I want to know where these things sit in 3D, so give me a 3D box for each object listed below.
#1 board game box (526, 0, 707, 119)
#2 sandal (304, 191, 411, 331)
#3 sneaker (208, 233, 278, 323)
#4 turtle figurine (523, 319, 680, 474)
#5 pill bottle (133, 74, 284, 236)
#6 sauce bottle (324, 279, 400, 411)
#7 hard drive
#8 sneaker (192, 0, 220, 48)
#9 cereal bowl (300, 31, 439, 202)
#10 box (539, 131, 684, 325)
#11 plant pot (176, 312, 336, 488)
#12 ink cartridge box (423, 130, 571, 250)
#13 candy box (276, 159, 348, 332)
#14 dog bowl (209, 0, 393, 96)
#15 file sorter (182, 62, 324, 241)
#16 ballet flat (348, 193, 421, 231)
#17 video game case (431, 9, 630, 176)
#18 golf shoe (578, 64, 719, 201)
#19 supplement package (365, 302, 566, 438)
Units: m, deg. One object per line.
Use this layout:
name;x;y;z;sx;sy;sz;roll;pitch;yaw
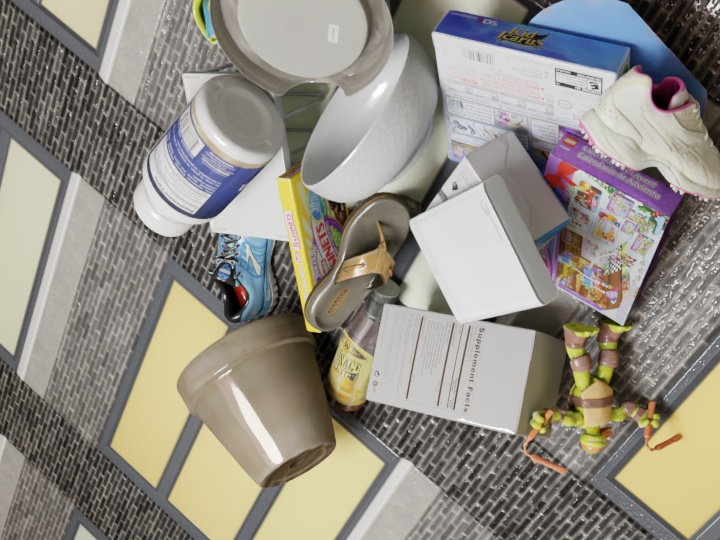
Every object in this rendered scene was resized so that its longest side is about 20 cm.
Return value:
board game box;0.259;-0.204;1.076;0.200;0.039;0.157;42;149;-15
sandal;0.000;0.000;1.225;0.201;0.081;0.055;-55;39;22
sneaker;-0.163;-0.019;1.442;0.077;0.090;0.203;8;116;31
turtle figurine;0.275;0.140;1.214;0.064;0.197;0.164;-146;56;-74
pill bottle;-0.183;-0.124;1.227;0.112;0.111;0.200;52;132;1
sauce bottle;0.003;0.097;1.404;0.066;0.066;0.202;30;126;18
hard drive;0.123;-0.016;1.114;0.133;0.026;0.200;63;160;-1
sneaker;-0.108;-0.293;1.237;0.198;0.130;0.081;12;118;29
cereal bowl;0.022;-0.158;1.184;0.083;0.202;0.200;32;135;-22
box;0.250;-0.040;1.130;0.136;0.039;0.201;31;150;18
plant pot;-0.122;0.185;1.417;0.200;0.198;0.175;-48;63;40
ink cartridge box;0.139;-0.051;1.168;0.117;0.067;0.200;57;160;10
candy box;-0.047;-0.037;1.290;0.026;0.102;0.203;8;121;35
dog bowl;-0.058;-0.275;1.129;0.197;0.059;0.202;8;140;7
file sorter;-0.114;-0.158;1.314;0.137;0.124;0.203;7;117;33
ballet flat;0.003;-0.056;1.344;0.199;0.046;0.068;-20;105;45
video game case;0.179;-0.170;1.112;0.198;0.046;0.183;19;146;25
golf shoe;0.306;-0.129;1.019;0.092;0.198;0.076;-58;33;26
supplement package;0.127;0.119;1.266;0.198;0.121;0.122;9;85;30
